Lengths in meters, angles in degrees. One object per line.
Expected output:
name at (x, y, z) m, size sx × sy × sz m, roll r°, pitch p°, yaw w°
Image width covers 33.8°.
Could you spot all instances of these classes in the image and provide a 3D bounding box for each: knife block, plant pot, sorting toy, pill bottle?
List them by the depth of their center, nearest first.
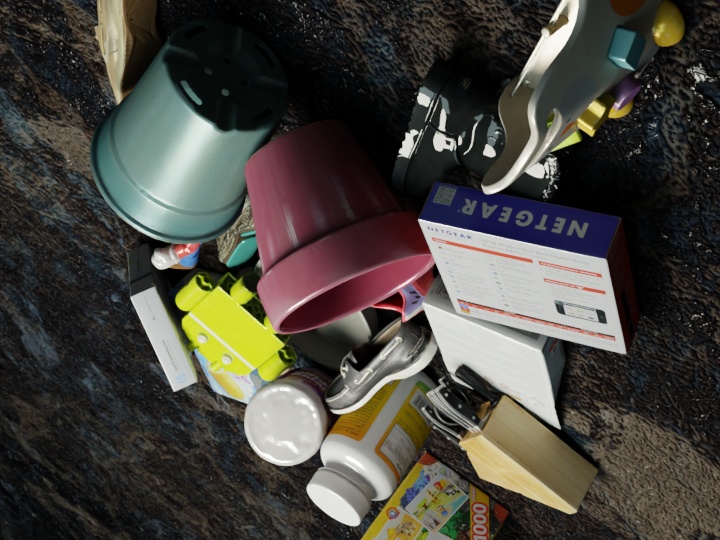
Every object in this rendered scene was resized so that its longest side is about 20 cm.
sorting toy at (0.166, -0.147, 0.980) m, size 0.106 × 0.180 × 0.201 m, roll 37°, pitch 147°, yaw 7°
plant pot at (-0.037, -0.054, 1.290) m, size 0.200 × 0.197 × 0.182 m, roll -42°, pitch 68°, yaw 57°
plant pot at (-0.185, -0.167, 1.343) m, size 0.200 × 0.200 × 0.196 m, roll 43°, pitch 140°, yaw -1°
knife block at (0.175, 0.198, 1.439) m, size 0.198 × 0.064 × 0.177 m, roll 17°, pitch 150°, yaw 36°
pill bottle at (0.017, 0.223, 1.530) m, size 0.110 × 0.201 × 0.112 m, roll 27°, pitch 150°, yaw 17°
pill bottle at (-0.082, 0.193, 1.620) m, size 0.112 × 0.113 × 0.200 m, roll 39°, pitch -172°, yaw 6°

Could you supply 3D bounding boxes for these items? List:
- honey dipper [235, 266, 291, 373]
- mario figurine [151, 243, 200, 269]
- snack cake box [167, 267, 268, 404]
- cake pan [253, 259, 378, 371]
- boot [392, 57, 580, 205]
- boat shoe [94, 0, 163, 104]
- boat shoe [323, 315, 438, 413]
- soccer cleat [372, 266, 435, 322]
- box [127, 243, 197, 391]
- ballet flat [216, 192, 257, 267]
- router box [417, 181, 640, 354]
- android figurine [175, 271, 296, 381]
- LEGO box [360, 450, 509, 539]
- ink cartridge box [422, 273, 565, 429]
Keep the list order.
honey dipper at (-0.134, 0.078, 1.695) m, size 0.038 × 0.038 × 0.202 m, roll 19°, pitch 144°, yaw 32°
mario figurine at (-0.228, -0.079, 1.529) m, size 0.200 × 0.104 × 0.125 m, roll 129°, pitch 125°, yaw -62°
snack cake box at (-0.193, 0.101, 1.751) m, size 0.114 × 0.067 × 0.202 m, roll 14°, pitch 137°, yaw 38°
cake pan at (-0.054, 0.048, 1.568) m, size 0.198 × 0.037 × 0.202 m, roll 28°, pitch 145°, yaw 22°
boot at (0.123, -0.109, 1.178) m, size 0.161 × 0.074 × 0.199 m, roll 30°, pitch 147°, yaw 9°
boat shoe at (-0.281, -0.285, 1.418) m, size 0.064 × 0.071 × 0.202 m, roll 35°, pitch 139°, yaw 22°
boat shoe at (0.011, 0.118, 1.485) m, size 0.060 × 0.075 × 0.199 m, roll 37°, pitch 136°, yaw -21°
soccer cleat at (0.000, 0.000, 1.420) m, size 0.198 × 0.077 × 0.067 m, roll 22°, pitch 142°, yaw 29°
box at (-0.291, 0.064, 1.725) m, size 0.200 × 0.041 × 0.158 m, roll -120°, pitch 8°, yaw -67°
ballet flat at (-0.142, -0.067, 1.521) m, size 0.199 × 0.067 × 0.076 m, roll -32°, pitch 77°, yaw 58°
router box at (0.174, -0.001, 1.194) m, size 0.197 × 0.049 × 0.180 m, roll 14°, pitch 153°, yaw 26°
android figurine at (-0.173, 0.079, 1.624) m, size 0.182 × 0.041 × 0.199 m, roll 43°, pitch 136°, yaw -11°
LEGO box at (0.090, 0.379, 1.636) m, size 0.148 × 0.200 × 0.078 m, roll 33°, pitch 147°, yaw 13°
ink cartridge box at (0.168, 0.098, 1.399) m, size 0.160 × 0.051 × 0.201 m, roll 23°, pitch 159°, yaw 28°
